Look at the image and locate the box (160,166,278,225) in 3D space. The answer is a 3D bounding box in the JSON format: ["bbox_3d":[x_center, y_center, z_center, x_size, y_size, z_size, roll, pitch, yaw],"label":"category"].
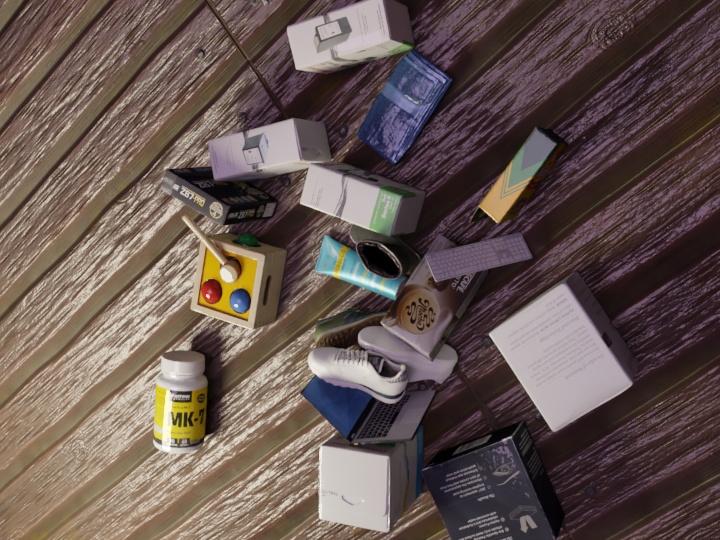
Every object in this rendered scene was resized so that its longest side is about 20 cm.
[{"bbox_3d":[-0.279,-0.152,1.673,0.160,0.199,0.050,29,108,18],"label":"box"}]

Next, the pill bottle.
[{"bbox_3d":[-0.393,0.285,1.823,0.112,0.114,0.204,8,100,22],"label":"pill bottle"}]

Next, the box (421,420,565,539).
[{"bbox_3d":[0.250,0.419,1.564,0.194,0.117,0.203,-25,86,23],"label":"box"}]

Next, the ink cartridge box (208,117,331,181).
[{"bbox_3d":[-0.177,-0.234,1.647,0.197,0.146,0.088,-12,90,23],"label":"ink cartridge box"}]

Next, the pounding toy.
[{"bbox_3d":[-0.269,-0.003,1.718,0.181,0.142,0.204,15,103,20],"label":"pounding toy"}]

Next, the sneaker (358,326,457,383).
[{"bbox_3d":[0.083,0.174,1.605,0.196,0.076,0.090,17,124,-4],"label":"sneaker"}]

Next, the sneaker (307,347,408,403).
[{"bbox_3d":[-0.004,0.178,1.567,0.196,0.077,0.081,15,140,9],"label":"sneaker"}]

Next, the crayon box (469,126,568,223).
[{"bbox_3d":[0.280,-0.156,1.474,0.051,0.127,0.201,40,111,13],"label":"crayon box"}]

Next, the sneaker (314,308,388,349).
[{"bbox_3d":[0.001,0.103,1.655,0.196,0.090,0.068,-14,121,-3],"label":"sneaker"}]

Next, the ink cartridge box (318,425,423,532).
[{"bbox_3d":[0.024,0.388,1.611,0.144,0.199,0.149,4,98,22],"label":"ink cartridge box"}]

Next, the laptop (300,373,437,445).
[{"bbox_3d":[0.021,0.234,1.589,0.197,0.187,0.118,-9,107,23],"label":"laptop"}]

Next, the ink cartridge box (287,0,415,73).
[{"bbox_3d":[-0.016,-0.435,1.553,0.197,0.145,0.086,-11,94,24],"label":"ink cartridge box"}]

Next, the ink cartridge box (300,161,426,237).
[{"bbox_3d":[0.005,-0.138,1.581,0.197,0.146,0.086,21,105,19],"label":"ink cartridge box"}]

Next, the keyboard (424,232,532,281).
[{"bbox_3d":[0.214,-0.025,1.504,0.011,0.196,0.057,101,151,-53],"label":"keyboard"}]

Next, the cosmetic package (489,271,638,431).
[{"bbox_3d":[0.358,0.137,1.456,0.164,0.164,0.202,-37,83,22],"label":"cosmetic package"}]

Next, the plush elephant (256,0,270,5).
[{"bbox_3d":[-0.202,-0.627,1.602,0.162,0.154,0.204,20,104,19],"label":"plush elephant"}]

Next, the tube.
[{"bbox_3d":[0.000,0.000,1.660,0.197,0.050,0.079,23,98,24],"label":"tube"}]

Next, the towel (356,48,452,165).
[{"bbox_3d":[0.080,-0.309,1.581,0.111,0.048,0.202,39,110,15],"label":"towel"}]

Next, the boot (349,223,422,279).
[{"bbox_3d":[0.027,-0.040,1.555,0.180,0.199,0.074,28,106,17],"label":"boot"}]

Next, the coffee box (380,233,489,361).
[{"bbox_3d":[0.140,0.050,1.546,0.112,0.080,0.202,33,84,17],"label":"coffee box"}]
